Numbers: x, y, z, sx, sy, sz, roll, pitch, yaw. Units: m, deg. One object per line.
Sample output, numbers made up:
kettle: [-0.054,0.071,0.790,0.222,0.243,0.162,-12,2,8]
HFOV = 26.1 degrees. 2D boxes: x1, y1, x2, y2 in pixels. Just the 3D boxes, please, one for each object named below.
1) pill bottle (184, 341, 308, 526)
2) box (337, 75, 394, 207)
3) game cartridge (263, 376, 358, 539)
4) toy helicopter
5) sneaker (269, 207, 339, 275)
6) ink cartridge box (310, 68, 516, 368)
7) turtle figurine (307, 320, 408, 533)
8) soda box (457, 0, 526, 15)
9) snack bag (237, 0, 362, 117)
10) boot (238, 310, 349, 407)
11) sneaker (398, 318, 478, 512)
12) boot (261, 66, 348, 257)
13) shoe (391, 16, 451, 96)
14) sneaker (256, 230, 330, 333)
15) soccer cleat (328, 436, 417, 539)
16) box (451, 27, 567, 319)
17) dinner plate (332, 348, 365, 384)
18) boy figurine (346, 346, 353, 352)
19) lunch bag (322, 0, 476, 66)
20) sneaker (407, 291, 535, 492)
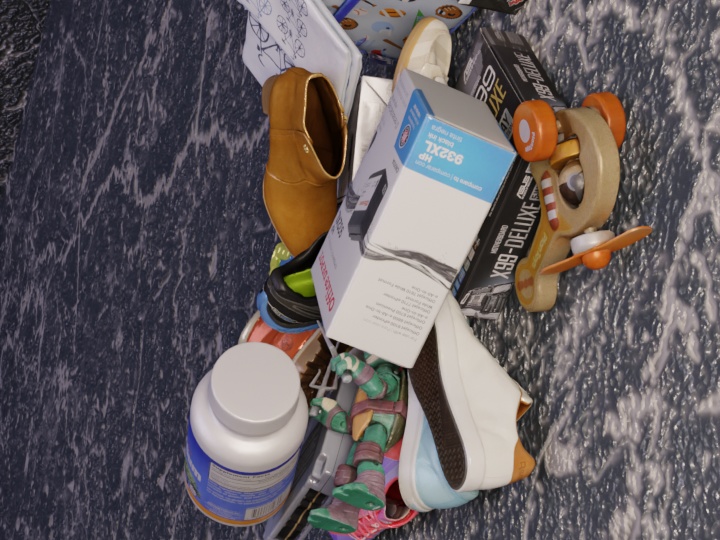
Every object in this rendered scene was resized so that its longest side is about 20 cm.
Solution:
pill bottle: [-0.108,0.152,1.461,0.201,0.111,0.113,104,161,-56]
box: [0.014,-0.120,1.521,0.200,0.059,0.118,173,103,-83]
game cartridge: [-0.044,0.194,1.561,0.200,0.040,0.134,122,164,-52]
toy helicopter: [0.164,-0.034,1.226,0.201,0.078,0.133,105,149,-46]
sneaker: [-0.058,0.010,1.706,0.105,0.075,0.203,178,98,-66]
ink cartridge box: [0.038,-0.045,1.278,0.145,0.083,0.202,-108,41,-67]
turtle figurine: [0.000,0.127,1.397,0.150,0.099,0.202,100,177,-57]
soda box: [0.115,-0.335,1.402,0.071,0.063,0.202,130,140,-52]
snack bag: [-0.067,-0.210,1.517,0.189,0.021,0.201,54,154,23]
boot: [-0.037,0.027,1.534,0.107,0.075,0.200,35,80,34]
sneaker: [0.089,0.112,1.367,0.081,0.074,0.203,-7,70,36]
boot: [-0.046,-0.091,1.468,0.144,0.070,0.204,-151,48,-68]
shoe: [0.057,-0.123,1.380,0.053,0.070,0.203,13,94,25]
sneaker: [0.000,0.000,1.434,0.071,0.198,0.083,62,158,23]
soccer cleat: [0.017,0.222,1.480,0.200,0.066,0.077,-52,23,44]
box: [0.113,-0.085,1.359,0.159,0.049,0.201,-111,34,-47]
dinner plate: [-0.002,0.114,1.612,0.200,0.024,0.203,-175,90,-67]
boy figurine: [-0.065,0.113,1.603,0.201,0.064,0.124,-60,-14,19]
lunch bag: [0.019,-0.269,1.487,0.200,0.158,0.077,146,132,-61]
sneaker: [0.094,0.093,1.308,0.073,0.084,0.202,121,142,-51]
